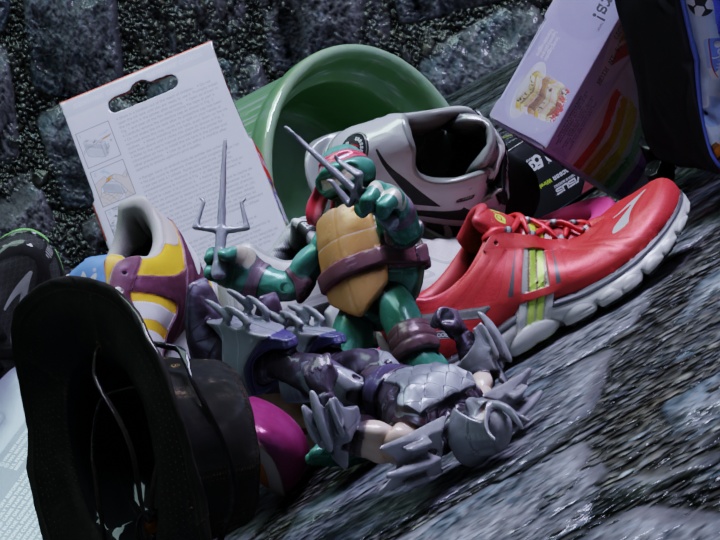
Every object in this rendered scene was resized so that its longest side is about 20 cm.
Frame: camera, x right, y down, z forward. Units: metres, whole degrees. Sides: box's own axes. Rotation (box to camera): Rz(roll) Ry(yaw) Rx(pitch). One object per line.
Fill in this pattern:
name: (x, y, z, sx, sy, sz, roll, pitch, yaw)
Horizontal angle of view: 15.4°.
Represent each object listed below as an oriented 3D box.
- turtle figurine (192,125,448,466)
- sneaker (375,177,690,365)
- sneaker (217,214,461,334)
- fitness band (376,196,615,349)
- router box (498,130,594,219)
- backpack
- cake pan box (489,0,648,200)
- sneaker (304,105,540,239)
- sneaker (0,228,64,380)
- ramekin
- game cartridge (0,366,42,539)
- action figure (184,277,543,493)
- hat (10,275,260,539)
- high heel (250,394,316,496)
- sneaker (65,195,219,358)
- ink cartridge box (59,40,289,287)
turtle figurine: (-0.006, -0.002, 1.453, 0.100, 0.201, 0.150, 0, -25, -38)
sneaker: (0.097, -0.006, 1.517, 0.200, 0.085, 0.077, -31, 7, -9)
sneaker: (0.000, 0.000, 1.570, 0.199, 0.081, 0.075, -17, -1, -37)
fitness band: (0.079, 0.016, 1.657, 0.200, 0.038, 0.144, -33, 7, -16)
router box: (0.084, -0.052, 2.055, 0.150, 0.062, 0.200, -31, 6, -20)
backpack: (0.257, -0.161, 1.593, 0.190, 0.201, 0.154, -23, 24, -30)
cake pan box: (0.180, -0.152, 1.715, 0.200, 0.052, 0.184, -60, -25, 1)
sneaker: (0.063, -0.059, 1.631, 0.088, 0.074, 0.200, -26, -18, 35)
sneaker: (-0.244, 0.058, 1.573, 0.200, 0.077, 0.084, -50, 5, -15)
ramekin: (-0.019, -0.042, 1.771, 0.098, 0.201, 0.200, -17, 13, 45)
game cartridge: (-0.181, 0.119, 1.529, 0.133, 0.041, 0.200, 15, 53, 29)
action figure: (0.003, 0.055, 1.327, 0.200, 0.070, 0.130, 16, 18, 41)
hat: (-0.098, 0.085, 1.321, 0.081, 0.201, 0.200, -15, -2, -30)
high heel: (-0.035, 0.077, 1.533, 0.096, 0.067, 0.200, -45, -5, -5)
sneaker: (-0.141, 0.044, 1.480, 0.075, 0.090, 0.200, -16, 31, 25)
ink cartridge box: (-0.101, -0.027, 1.645, 0.109, 0.201, 0.050, -22, -12, 2)
